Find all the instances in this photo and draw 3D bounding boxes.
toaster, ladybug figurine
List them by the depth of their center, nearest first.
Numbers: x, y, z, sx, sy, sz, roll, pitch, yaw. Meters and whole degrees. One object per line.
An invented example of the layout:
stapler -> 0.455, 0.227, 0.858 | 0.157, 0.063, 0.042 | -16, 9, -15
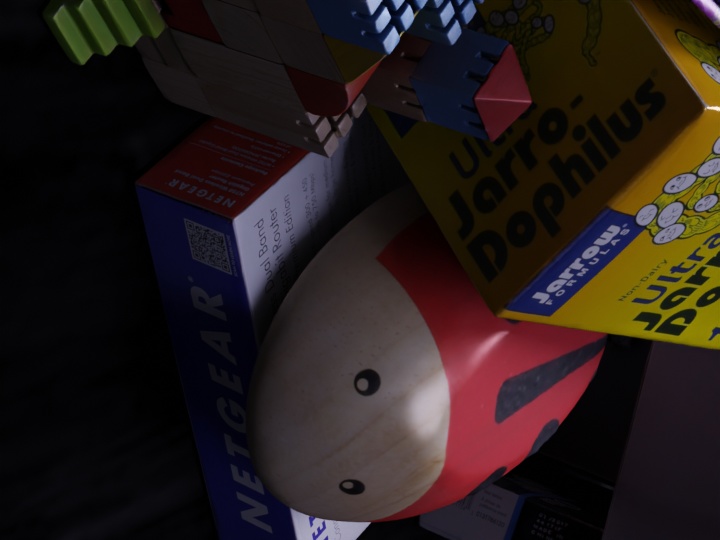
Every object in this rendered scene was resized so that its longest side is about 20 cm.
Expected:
ladybug figurine -> 0.037, 0.032, 0.754 | 0.200, 0.072, 0.136 | -28, 130, -48
toaster -> 0.213, 0.110, 0.943 | 0.181, 0.119, 0.200 | 6, 99, -57

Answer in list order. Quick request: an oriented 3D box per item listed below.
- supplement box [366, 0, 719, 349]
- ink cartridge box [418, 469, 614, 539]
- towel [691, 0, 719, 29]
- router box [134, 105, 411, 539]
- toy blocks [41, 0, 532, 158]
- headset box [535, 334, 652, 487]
supplement box -> 0.119, -0.047, 0.734 | 0.200, 0.110, 0.109 | 9, 133, -48
ink cartridge box -> 0.120, 0.137, 1.019 | 0.200, 0.099, 0.039 | 17, 92, -60
towel -> 0.102, -0.146, 0.642 | 0.200, 0.023, 0.144 | 28, 44, -50
router box -> 0.000, 0.000, 0.795 | 0.179, 0.049, 0.200 | -45, 142, -35
toy blocks -> -0.024, -0.101, 0.612 | 0.100, 0.137, 0.200 | -56, 146, -21
headset box -> 0.170, 0.037, 1.044 | 0.200, 0.093, 0.174 | 29, 82, -58
